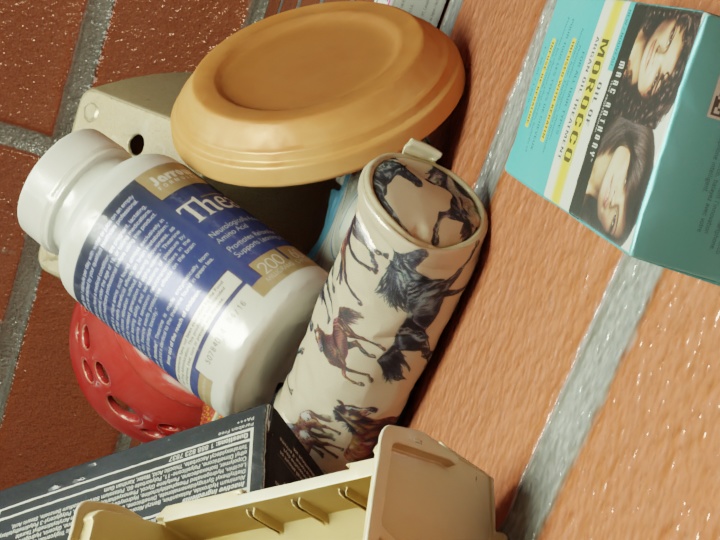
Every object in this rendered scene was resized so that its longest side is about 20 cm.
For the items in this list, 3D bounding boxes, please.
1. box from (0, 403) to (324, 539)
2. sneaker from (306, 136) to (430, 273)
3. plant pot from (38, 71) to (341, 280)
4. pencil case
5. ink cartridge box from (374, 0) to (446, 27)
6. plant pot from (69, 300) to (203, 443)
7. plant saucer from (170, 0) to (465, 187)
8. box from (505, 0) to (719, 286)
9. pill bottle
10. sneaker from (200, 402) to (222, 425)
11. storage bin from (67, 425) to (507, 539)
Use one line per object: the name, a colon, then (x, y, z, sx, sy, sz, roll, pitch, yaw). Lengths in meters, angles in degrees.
box: (-0.115, 0.211, 0.945, 0.124, 0.199, 0.199, 57, -157, -37)
sneaker: (0.000, 0.000, 1.089, 0.087, 0.074, 0.202, -131, 57, -72)
plant pot: (-0.116, -0.040, 1.229, 0.199, 0.176, 0.202, 23, 100, 36)
pencil case: (0.009, 0.025, 0.971, 0.090, 0.077, 0.201, -106, 29, -46)
ink cartridge box: (0.051, -0.263, 1.294, 0.174, 0.043, 0.201, -95, 22, -61)
plant pot: (-0.153, 0.048, 1.506, 0.182, 0.199, 0.202, 140, 144, -69)
plant saucer: (-0.031, -0.124, 1.101, 0.201, 0.198, 0.038, -89, -12, -55)
box: (0.106, -0.054, 0.621, 0.200, 0.049, 0.083, -122, 48, -77)
pill bottle: (-0.119, -0.004, 1.061, 0.111, 0.199, 0.111, -45, -22, -24)
sneaker: (-0.093, 0.144, 1.332, 0.073, 0.076, 0.201, -85, 2, -49)
storage bin: (-0.047, 0.179, 0.730, 0.199, 0.094, 0.200, -19, 50, 39)
